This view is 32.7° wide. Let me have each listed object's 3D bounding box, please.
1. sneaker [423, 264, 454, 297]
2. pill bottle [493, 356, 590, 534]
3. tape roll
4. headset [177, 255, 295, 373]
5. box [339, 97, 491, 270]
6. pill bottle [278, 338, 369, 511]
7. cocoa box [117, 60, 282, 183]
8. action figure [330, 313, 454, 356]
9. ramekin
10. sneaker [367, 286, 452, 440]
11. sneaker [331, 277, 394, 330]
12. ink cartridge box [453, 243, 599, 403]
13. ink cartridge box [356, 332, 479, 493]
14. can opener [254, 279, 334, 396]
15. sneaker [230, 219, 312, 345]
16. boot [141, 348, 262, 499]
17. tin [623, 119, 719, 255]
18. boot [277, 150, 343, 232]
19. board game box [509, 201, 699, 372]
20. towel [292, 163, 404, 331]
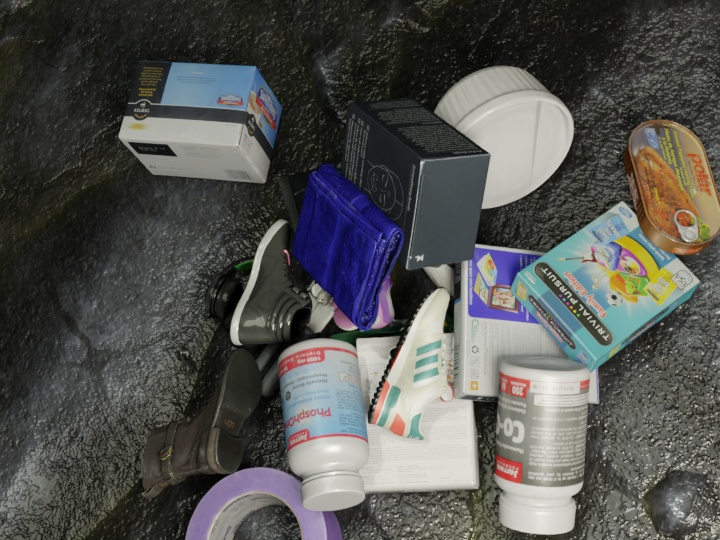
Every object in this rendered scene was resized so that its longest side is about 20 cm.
[{"bbox_3d":[0.151,0.012,1.684,0.073,0.080,0.200,-39,79,-26],"label":"sneaker"},{"bbox_3d":[0.223,0.215,1.522,0.112,0.114,0.204,4,95,17],"label":"pill bottle"},{"bbox_3d":[-0.126,0.367,1.613,0.196,0.085,0.203,-6,68,14],"label":"tape roll"},{"bbox_3d":[-0.179,0.068,1.761,0.199,0.094,0.124,-37,64,-17],"label":"headset"},{"bbox_3d":[0.064,-0.117,1.589,0.105,0.151,0.200,-7,31,-28],"label":"box"},{"bbox_3d":[-0.046,0.199,1.578,0.107,0.109,0.203,-13,63,10],"label":"pill bottle"},{"bbox_3d":[-0.237,-0.223,1.838,0.196,0.134,0.133,5,71,17],"label":"cocoa box"},{"bbox_3d":[0.061,0.105,1.678,0.197,0.055,0.120,-19,64,4],"label":"action figure"},{"bbox_3d":[0.184,-0.188,1.679,0.200,0.203,0.095,-28,53,3],"label":"ramekin"},{"bbox_3d":[0.086,0.125,1.593,0.092,0.070,0.202,26,79,-1],"label":"sneaker"},{"bbox_3d":[0.000,0.000,1.679,0.080,0.088,0.203,-38,49,35],"label":"sneaker"},{"bbox_3d":[0.217,0.074,1.616,0.196,0.043,0.202,6,75,-17],"label":"ink cartridge box"},{"bbox_3d":[0.074,0.190,1.628,0.158,0.050,0.204,-4,73,10],"label":"ink cartridge box"},{"bbox_3d":[-0.082,0.089,1.723,0.052,0.066,0.201,39,93,27],"label":"can opener"},{"bbox_3d":[-0.103,0.022,1.694,0.097,0.071,0.202,9,58,14],"label":"sneaker"},{"bbox_3d":[-0.229,0.209,1.692,0.172,0.069,0.203,-16,47,38],"label":"boot"},{"bbox_3d":[0.416,-0.111,1.637,0.110,0.042,0.203,-2,59,-6],"label":"tin"},{"bbox_3d":[-0.006,-0.103,1.772,0.197,0.066,0.167,-22,67,2],"label":"boot"},{"bbox_3d":[0.317,0.020,1.591,0.199,0.047,0.151,-32,68,-24],"label":"board game box"},{"bbox_3d":[-0.026,-0.034,1.593,0.200,0.049,0.150,46,124,47],"label":"towel"}]
